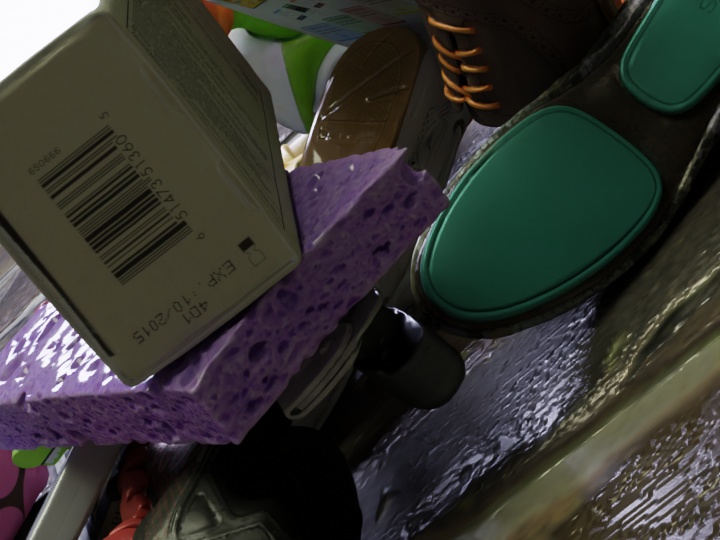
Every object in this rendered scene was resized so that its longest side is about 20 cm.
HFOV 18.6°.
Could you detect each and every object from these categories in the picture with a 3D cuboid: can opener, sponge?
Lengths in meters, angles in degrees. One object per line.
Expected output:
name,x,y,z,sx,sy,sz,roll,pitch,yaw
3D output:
can opener,-0.017,0.017,0.817,0.053,0.066,0.200,-52,19,2
sponge,-0.061,0.013,0.767,0.112,0.030,0.200,-50,21,-25

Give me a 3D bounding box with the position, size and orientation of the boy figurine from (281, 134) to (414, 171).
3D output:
boy figurine,-0.045,-0.039,1.186,0.200,0.064,0.125,-34,20,30

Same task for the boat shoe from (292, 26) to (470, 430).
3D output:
boat shoe,0.000,0.000,0.934,0.071,0.069,0.201,14,77,48

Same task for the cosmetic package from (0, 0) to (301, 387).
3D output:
cosmetic package,-0.081,-0.052,0.747,0.071,0.105,0.200,-36,17,7

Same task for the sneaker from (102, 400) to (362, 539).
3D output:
sneaker,-0.043,0.086,0.791,0.098,0.071,0.201,-36,11,9

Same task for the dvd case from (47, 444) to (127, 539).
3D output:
dvd case,-0.102,0.030,1.033,0.149,0.016,0.201,-130,59,-68

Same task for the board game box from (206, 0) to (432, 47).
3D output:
board game box,-0.034,-0.139,0.913,0.153,0.199,0.041,2,78,61

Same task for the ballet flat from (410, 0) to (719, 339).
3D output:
ballet flat,0.095,-0.046,0.801,0.200,0.072,0.072,-48,13,-10

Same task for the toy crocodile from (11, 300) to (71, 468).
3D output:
toy crocodile,-0.114,0.024,0.954,0.200,0.061,0.068,-46,35,47

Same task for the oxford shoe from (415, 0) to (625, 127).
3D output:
oxford shoe,0.054,-0.092,0.821,0.071,0.200,0.073,31,92,45

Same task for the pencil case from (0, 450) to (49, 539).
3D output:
pencil case,-0.244,0.149,1.165,0.091,0.094,0.200,-35,16,37

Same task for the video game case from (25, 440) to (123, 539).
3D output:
video game case,-0.135,0.129,0.889,0.144,0.018,0.200,-66,6,-18

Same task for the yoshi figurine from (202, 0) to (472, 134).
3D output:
yoshi figurine,-0.006,-0.133,1.070,0.112,0.198,0.113,-132,46,-65
